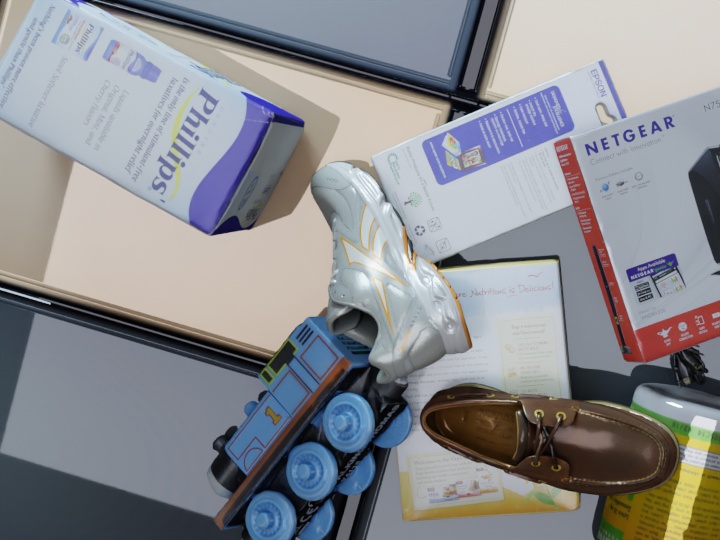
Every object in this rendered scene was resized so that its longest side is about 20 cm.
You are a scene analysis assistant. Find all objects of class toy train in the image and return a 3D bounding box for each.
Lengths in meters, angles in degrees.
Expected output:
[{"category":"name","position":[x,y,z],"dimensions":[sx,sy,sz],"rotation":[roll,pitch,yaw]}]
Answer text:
[{"category":"toy train","position":[-0.045,0.133,1.441],"dimensions":[0.114,0.087,0.200],"rotation":[47,111,24]}]

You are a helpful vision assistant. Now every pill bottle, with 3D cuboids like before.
[{"category":"pill bottle","position":[0.243,0.196,1.405],"dimensions":[0.111,0.111,0.200],"rotation":[14,95,6]}]

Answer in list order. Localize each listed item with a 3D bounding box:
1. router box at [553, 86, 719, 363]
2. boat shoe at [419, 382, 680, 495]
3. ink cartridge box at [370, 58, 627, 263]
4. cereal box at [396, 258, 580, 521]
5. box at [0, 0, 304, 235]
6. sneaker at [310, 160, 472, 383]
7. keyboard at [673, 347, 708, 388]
[{"category":"router box","position":[0.269,-0.045,1.388],"dimensions":[0.200,0.049,0.180],"rotation":[-19,92,-9]},{"category":"boat shoe","position":[0.137,0.129,1.367],"dimensions":[0.200,0.068,0.072],"rotation":[9,93,25]},{"category":"ink cartridge box","position":[0.118,-0.084,1.437],"dimensions":[0.200,0.039,0.100],"rotation":[-22,92,9]},{"category":"cereal box","position":[0.096,0.095,1.451],"dimensions":[0.144,0.040,0.200],"rotation":[-4,93,9]},{"category":"box","position":[-0.159,-0.119,1.395],"dimensions":[0.200,0.184,0.105],"rotation":[30,95,3]},{"category":"sneaker","position":[0.000,0.000,1.400],"dimensions":[0.092,0.076,0.200],"rotation":[-30,57,-9]},{"category":"keyboard","position":[0.272,0.011,1.430],"dimensions":[0.127,0.021,0.200],"rotation":[-33,89,-4]}]
